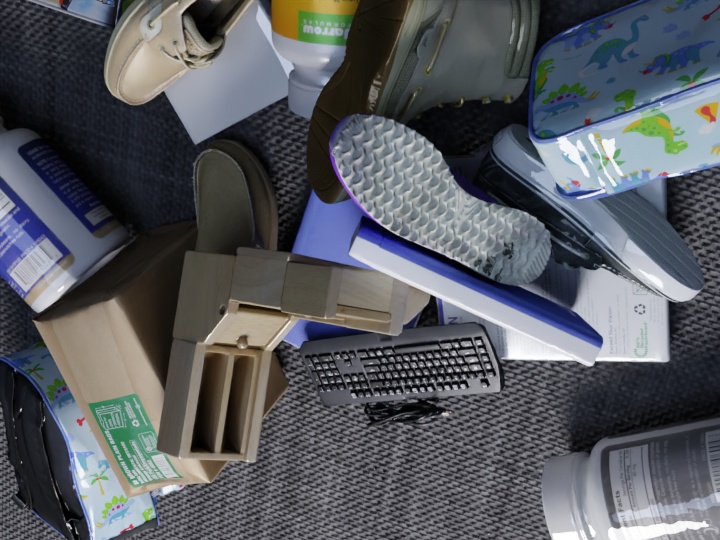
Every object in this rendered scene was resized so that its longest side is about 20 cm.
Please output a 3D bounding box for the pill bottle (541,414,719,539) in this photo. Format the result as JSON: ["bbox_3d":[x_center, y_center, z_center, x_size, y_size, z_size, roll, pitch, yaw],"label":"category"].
[{"bbox_3d":[0.268,0.193,1.000,0.200,0.114,0.114,-16,106,27],"label":"pill bottle"}]

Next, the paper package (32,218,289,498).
[{"bbox_3d":[-0.181,0.079,1.079,0.103,0.191,0.200,-15,108,29],"label":"paper package"}]

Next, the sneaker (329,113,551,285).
[{"bbox_3d":[0.044,-0.052,0.867,0.200,0.100,0.070,33,88,-28],"label":"sneaker"}]

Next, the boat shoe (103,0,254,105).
[{"bbox_3d":[-0.147,-0.205,0.963,0.200,0.072,0.065,-43,53,26],"label":"boat shoe"}]

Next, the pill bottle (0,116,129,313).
[{"bbox_3d":[-0.334,-0.067,1.113,0.120,0.120,0.200,-39,95,31],"label":"pill bottle"}]

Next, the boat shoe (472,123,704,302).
[{"bbox_3d":[0.179,-0.035,0.913,0.200,0.072,0.071,39,126,8],"label":"boat shoe"}]

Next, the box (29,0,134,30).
[{"bbox_3d":[-0.227,-0.319,0.980,0.110,0.035,0.200,21,110,20],"label":"box"}]

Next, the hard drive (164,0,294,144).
[{"bbox_3d":[-0.145,-0.228,1.019,0.132,0.027,0.200,-23,103,28],"label":"hard drive"}]

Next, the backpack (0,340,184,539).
[{"bbox_3d":[-0.279,0.161,1.162,0.183,0.147,0.200,22,130,46],"label":"backpack"}]

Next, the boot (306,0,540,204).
[{"bbox_3d":[0.050,-0.138,0.901,0.072,0.155,0.200,49,129,37],"label":"boot"}]

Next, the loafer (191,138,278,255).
[{"bbox_3d":[-0.118,-0.024,1.054,0.076,0.067,0.200,-13,89,32],"label":"loafer"}]

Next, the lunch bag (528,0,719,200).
[{"bbox_3d":[0.227,-0.141,0.839,0.200,0.161,0.082,-18,128,25],"label":"lunch bag"}]

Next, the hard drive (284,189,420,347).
[{"bbox_3d":[0.000,0.000,1.059,0.132,0.025,0.200,25,120,9],"label":"hard drive"}]

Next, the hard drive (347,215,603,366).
[{"bbox_3d":[0.087,0.012,0.908,0.200,0.132,0.025,25,97,-2],"label":"hard drive"}]

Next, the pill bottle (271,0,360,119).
[{"bbox_3d":[-0.016,-0.226,0.919,0.111,0.111,0.200,11,117,17],"label":"pill bottle"}]

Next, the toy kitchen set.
[{"bbox_3d":[-0.038,0.082,0.955,0.200,0.163,0.181,6,87,49],"label":"toy kitchen set"}]

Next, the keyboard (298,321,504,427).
[{"bbox_3d":[0.036,0.104,1.036,0.200,0.040,0.104,-9,120,35],"label":"keyboard"}]

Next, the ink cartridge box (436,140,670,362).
[{"bbox_3d":[0.162,-0.016,0.980,0.200,0.041,0.200,-1,114,15],"label":"ink cartridge box"}]
